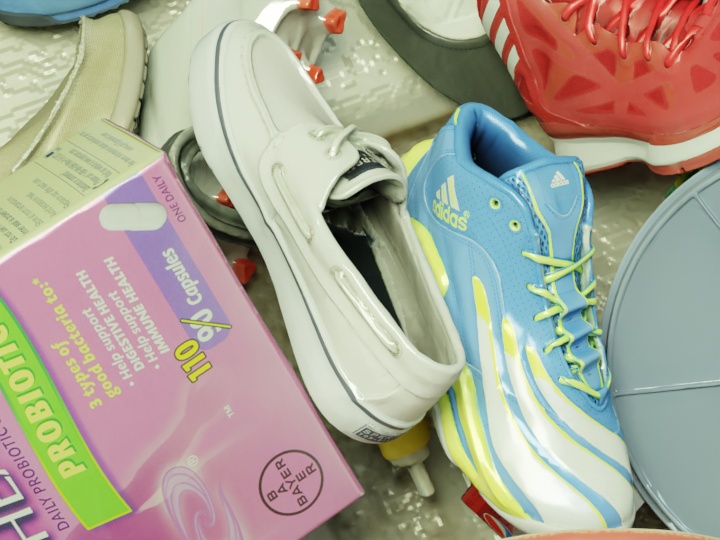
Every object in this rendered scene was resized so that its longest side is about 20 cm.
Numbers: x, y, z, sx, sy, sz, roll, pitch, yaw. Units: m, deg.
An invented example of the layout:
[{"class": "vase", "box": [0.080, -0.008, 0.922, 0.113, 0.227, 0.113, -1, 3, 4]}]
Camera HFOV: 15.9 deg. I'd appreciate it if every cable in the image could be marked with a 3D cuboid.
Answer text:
[{"class": "cable", "box": [0.000, 0.000, 1.138, 0.097, 0.050, 0.200, -47, 112, -23]}]

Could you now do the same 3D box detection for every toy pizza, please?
[{"class": "toy pizza", "box": [0.200, 0.040, 1.085, 0.200, 0.032, 0.200, 3, 100, 16]}]

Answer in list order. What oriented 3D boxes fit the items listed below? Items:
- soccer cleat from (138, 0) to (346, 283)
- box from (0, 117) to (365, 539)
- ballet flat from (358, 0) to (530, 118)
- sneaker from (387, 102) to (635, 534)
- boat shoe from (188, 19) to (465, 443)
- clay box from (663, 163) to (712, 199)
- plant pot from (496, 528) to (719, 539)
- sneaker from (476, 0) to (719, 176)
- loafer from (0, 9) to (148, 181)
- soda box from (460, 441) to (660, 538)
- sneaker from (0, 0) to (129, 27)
[{"class": "soccer cleat", "box": [-0.075, -0.055, 1.176, 0.078, 0.069, 0.200, 17, 77, 30]}, {"class": "box", "box": [-0.133, 0.067, 1.065, 0.200, 0.097, 0.176, -33, 111, -11]}, {"class": "ballet flat", "box": [0.019, -0.157, 1.210, 0.068, 0.068, 0.200, -36, 81, -17]}, {"class": "sneaker", "box": [0.066, 0.015, 1.074, 0.076, 0.105, 0.200, -13, 59, -29]}, {"class": "boat shoe", "box": [-0.011, -0.028, 1.078, 0.072, 0.066, 0.200, 6, 55, -43]}, {"class": "clay box", "box": [0.242, -0.071, 1.153, 0.115, 0.048, 0.200, 41, 68, 6]}, {"class": "plant pot", "box": [0.102, 0.207, 1.046, 0.200, 0.200, 0.177, 3, 70, -6]}, {"class": "sneaker", "box": [0.113, -0.105, 1.110, 0.116, 0.200, 0.078, 50, 62, -14]}, {"class": "loafer", "box": [-0.150, -0.032, 1.148, 0.068, 0.076, 0.200, 21, 73, -7]}, {"class": "soda box", "box": [0.136, 0.047, 1.162, 0.063, 0.070, 0.200, 42, 73, 5]}, {"class": "sneaker", "box": [-0.094, -0.176, 1.167, 0.200, 0.078, 0.066, -20, 55, 14]}]
